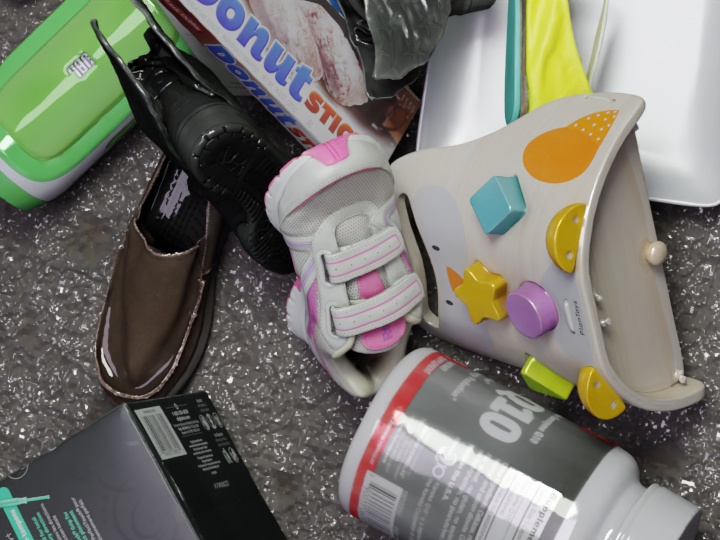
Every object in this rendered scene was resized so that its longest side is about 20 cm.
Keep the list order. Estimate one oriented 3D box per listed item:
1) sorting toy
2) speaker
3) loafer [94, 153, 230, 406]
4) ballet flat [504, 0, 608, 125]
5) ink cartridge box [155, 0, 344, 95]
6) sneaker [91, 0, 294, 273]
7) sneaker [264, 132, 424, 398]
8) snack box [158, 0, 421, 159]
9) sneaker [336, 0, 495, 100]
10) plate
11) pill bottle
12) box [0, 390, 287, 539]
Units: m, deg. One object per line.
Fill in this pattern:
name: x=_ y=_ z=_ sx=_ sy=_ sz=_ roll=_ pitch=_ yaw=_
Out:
sorting toy: x=0.093 y=-0.001 z=1.599 sx=0.179 sy=0.107 sz=0.201 roll=9 pitch=124 yaw=42
speaker: x=-0.167 y=-0.131 z=1.710 sx=0.200 sy=0.088 sz=0.089 roll=-42 pitch=78 yaw=13
loafer: x=-0.129 y=-0.007 z=1.702 sx=0.073 sy=0.071 sz=0.201 roll=17 pitch=94 yaw=17
ballet flat: x=0.115 y=-0.181 z=1.607 sx=0.067 sy=0.067 sz=0.201 roll=-4 pitch=91 yaw=-4
ink cartridge box: x=-0.084 y=-0.217 z=1.616 sx=0.116 sy=0.200 sz=0.067 roll=-48 pitch=30 yaw=-23
sneaker: x=-0.089 y=-0.081 z=1.614 sx=0.060 sy=0.200 sz=0.104 roll=-41 pitch=56 yaw=-1
sneaker: x=0.000 y=0.000 z=1.598 sx=0.081 sy=0.200 sz=0.088 roll=-25 pitch=53 yaw=-12
snack box: x=-0.043 y=-0.134 z=1.596 sx=0.024 sy=0.200 sz=0.072 roll=6 pitch=59 yaw=49
sneaker: x=0.013 y=-0.206 z=1.600 sx=0.104 sy=0.060 sz=0.201 roll=-18 pitch=75 yaw=-21
plate: x=0.141 y=-0.147 z=1.641 sx=0.199 sy=0.032 sz=0.201 roll=7 pitch=90 yaw=18
pill bottle: x=0.097 y=0.139 z=1.608 sx=0.199 sy=0.114 sz=0.114 roll=27 pitch=97 yaw=15
box: x=-0.172 y=0.179 z=1.673 sx=0.199 sy=0.148 sz=0.125 roll=-32 pitch=81 yaw=15
